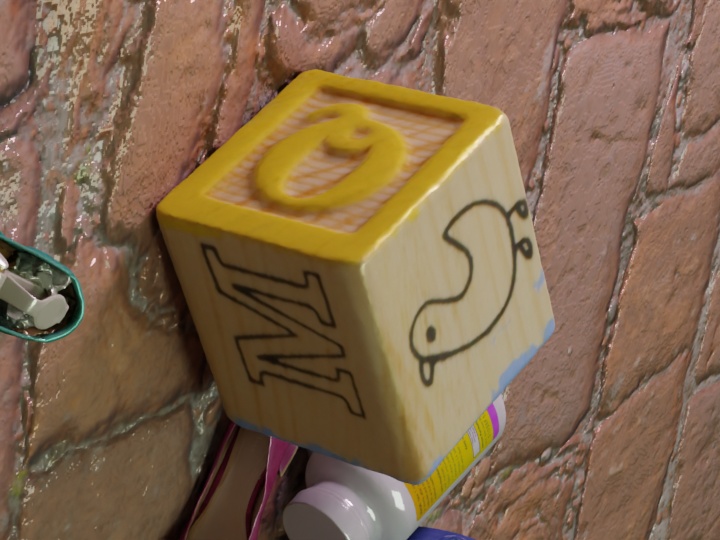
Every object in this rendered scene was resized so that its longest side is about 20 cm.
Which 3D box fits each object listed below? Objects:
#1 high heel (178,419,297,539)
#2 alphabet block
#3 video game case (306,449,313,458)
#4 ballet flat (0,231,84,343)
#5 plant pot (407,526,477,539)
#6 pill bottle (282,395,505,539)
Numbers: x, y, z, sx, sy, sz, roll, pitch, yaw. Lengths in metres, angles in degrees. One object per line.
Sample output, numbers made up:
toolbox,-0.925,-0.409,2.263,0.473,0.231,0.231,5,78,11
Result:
high heel,-0.100,0.174,1.764,0.200,0.067,0.096,-57,156,-27
alphabet block,0.000,0.000,1.672,0.195,0.195,0.201,-47,135,-34
video game case,0.011,0.142,1.978,0.143,0.018,0.201,-48,144,-30
ballet flat,-0.234,0.000,1.442,0.200,0.070,0.068,27,86,-60
plant pot,0.011,0.321,1.917,0.200,0.179,0.201,-39,142,-34
pill bottle,0.025,0.156,1.889,0.200,0.104,0.105,-43,142,-36
